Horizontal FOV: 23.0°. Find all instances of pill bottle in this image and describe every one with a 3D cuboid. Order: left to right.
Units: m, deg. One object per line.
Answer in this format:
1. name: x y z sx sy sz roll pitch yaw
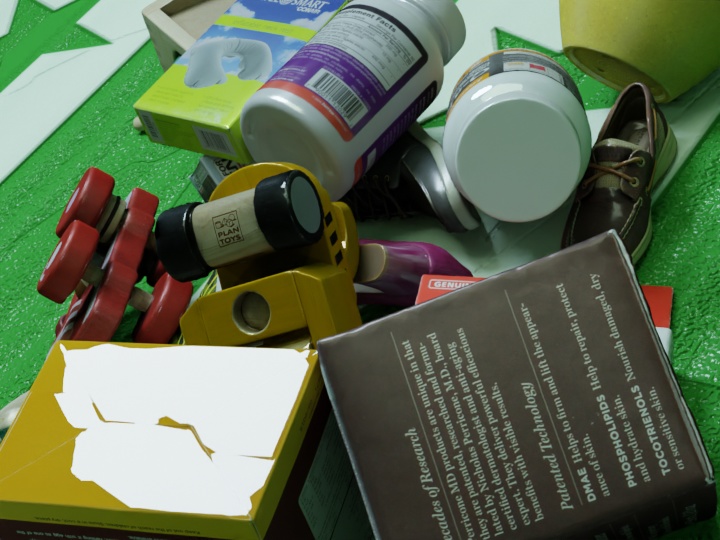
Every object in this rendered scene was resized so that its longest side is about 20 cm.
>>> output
1. pill bottle: 0.000 -0.157 1.479 0.111 0.112 0.200 13 49 41
2. pill bottle: 0.123 -0.106 1.396 0.116 0.117 0.200 -18 12 9

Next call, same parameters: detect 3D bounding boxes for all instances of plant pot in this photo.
1. plant pot: 0.247 -0.226 1.490 0.199 0.200 0.143 21 83 45

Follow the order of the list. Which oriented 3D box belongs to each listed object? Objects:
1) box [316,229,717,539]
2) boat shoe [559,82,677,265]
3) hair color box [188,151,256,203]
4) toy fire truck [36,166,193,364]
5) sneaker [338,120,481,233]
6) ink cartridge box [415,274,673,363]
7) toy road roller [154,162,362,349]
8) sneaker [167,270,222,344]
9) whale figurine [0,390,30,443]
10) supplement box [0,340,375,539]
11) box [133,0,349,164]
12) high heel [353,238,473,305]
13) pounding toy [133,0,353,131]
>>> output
1. box: 0.101 0.101 1.105 0.199 0.166 0.165 -21 72 6
2. boat shoe: 0.199 -0.073 1.394 0.072 0.072 0.200 4 44 29
3. hair color box: -0.053 -0.122 1.583 0.199 0.061 0.099 -34 0 -13
4. toy fire truck: -0.220 0.025 1.469 0.168 0.112 0.200 -53 18 29
5. sneaker: 0.029 -0.062 1.495 0.106 0.075 0.200 -31 27 -1
6. ink cartridge box: 0.124 0.052 1.269 0.199 0.044 0.174 3 44 12
7. toy road roller: -0.054 0.017 1.337 0.122 0.201 0.146 -16 -2 25
8. sneaker: -0.115 0.037 1.418 0.084 0.074 0.201 -15 48 33
9. whale figurine: -0.225 0.141 1.345 0.199 0.159 0.104 -17 76 16
10. supplement box: -0.105 0.164 1.148 0.196 0.201 0.133 1 46 23
11. box: -0.090 -0.181 1.549 0.121 0.048 0.200 15 53 38
12. high heel: 0.000 0.000 1.459 0.199 0.095 0.068 -9 73 53
13. pounding toy: -0.117 -0.200 1.718 0.199 0.143 0.184 -34 46 -15
